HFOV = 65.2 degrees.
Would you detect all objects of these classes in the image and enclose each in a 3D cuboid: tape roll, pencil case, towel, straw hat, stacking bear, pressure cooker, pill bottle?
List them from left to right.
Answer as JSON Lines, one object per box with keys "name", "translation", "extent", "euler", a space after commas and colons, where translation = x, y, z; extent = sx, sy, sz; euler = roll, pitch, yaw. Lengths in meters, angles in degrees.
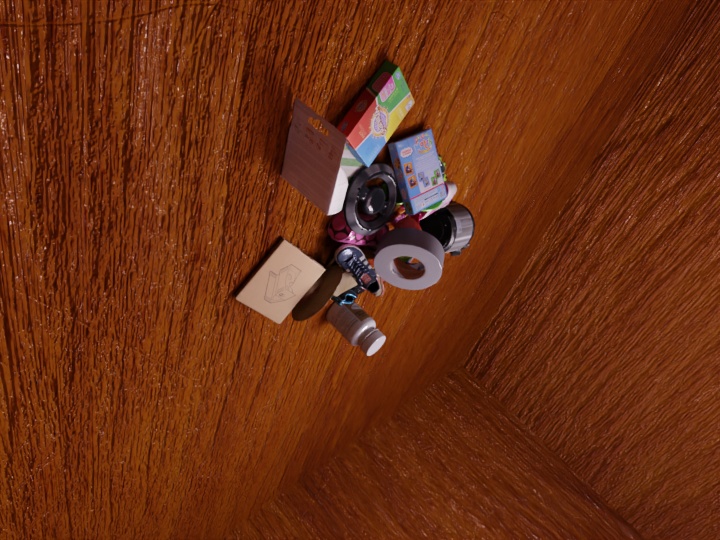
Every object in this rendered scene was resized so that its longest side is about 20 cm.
{"name": "straw hat", "translation": [-0.151, 0.037, 1.591], "extent": [0.201, 0.201, 0.085], "euler": [-46, 117, -2]}
{"name": "towel", "translation": [-0.040, -0.262, 1.409], "extent": [0.152, 0.023, 0.201], "euler": [-10, 135, -55]}
{"name": "pill bottle", "translation": [-0.013, 0.191, 1.920], "extent": [0.114, 0.200, 0.115], "euler": [-37, 155, -21]}
{"name": "pencil case", "translation": [-0.001, -0.123, 1.604], "extent": [0.199, 0.091, 0.094], "euler": [-3, 136, -55]}
{"name": "stacking bear", "translation": [0.129, -0.084, 1.696], "extent": [0.200, 0.113, 0.122], "euler": [105, 3, -59]}
{"name": "tape roll", "translation": [0.140, -0.031, 1.625], "extent": [0.201, 0.199, 0.066], "euler": [99, 5, -51]}
{"name": "pressure cooker", "translation": [0.299, -0.147, 1.952], "extent": [0.199, 0.178, 0.177], "euler": [-15, 138, -49]}

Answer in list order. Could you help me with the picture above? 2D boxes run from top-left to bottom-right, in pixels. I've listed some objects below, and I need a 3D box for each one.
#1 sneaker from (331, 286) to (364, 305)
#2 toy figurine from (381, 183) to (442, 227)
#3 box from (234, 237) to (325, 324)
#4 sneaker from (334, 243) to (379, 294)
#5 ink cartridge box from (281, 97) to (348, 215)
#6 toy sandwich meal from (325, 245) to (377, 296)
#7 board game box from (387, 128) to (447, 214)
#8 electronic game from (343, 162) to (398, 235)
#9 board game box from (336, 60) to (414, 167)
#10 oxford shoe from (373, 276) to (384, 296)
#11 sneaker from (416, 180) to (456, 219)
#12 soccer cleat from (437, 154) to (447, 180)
{"name": "sneaker", "translation": [-0.038, 0.077, 1.852], "extent": [0.199, 0.082, 0.073], "euler": [-10, 137, -54]}
{"name": "toy figurine", "translation": [0.129, -0.183, 1.707], "extent": [0.199, 0.151, 0.184], "euler": [-10, 151, -23]}
{"name": "box", "translation": [-0.210, 0.031, 1.486], "extent": [0.200, 0.021, 0.163], "euler": [-50, 129, 4]}
{"name": "sneaker", "translation": [0.000, 0.000, 1.613], "extent": [0.075, 0.085, 0.200], "euler": [-39, 138, 8]}
{"name": "ink cartridge box", "translation": [-0.089, -0.240, 1.187], "extent": [0.050, 0.161, 0.201], "euler": [-27, 149, -41]}
{"name": "toy sandwich meal", "translation": [-0.021, -0.003, 1.720], "extent": [0.204, 0.071, 0.206], "euler": [-19, 148, -12]}
{"name": "board game box", "translation": [0.162, -0.275, 1.562], "extent": [0.151, 0.036, 0.201], "euler": [-29, 112, -35]}
{"name": "electronic game", "translation": [0.031, -0.190, 1.513], "extent": [0.199, 0.042, 0.201], "euler": [-25, 128, -36]}
{"name": "board game box", "translation": [0.038, -0.364, 1.325], "extent": [0.201, 0.040, 0.153], "euler": [-55, 155, -1]}
{"name": "oxford shoe", "translation": [0.043, 0.037, 1.973], "extent": [0.074, 0.071, 0.200], "euler": [-14, 150, -7]}
{"name": "sneaker", "translation": [0.230, -0.220, 1.770], "extent": [0.088, 0.082, 0.200], "euler": [-16, 173, -40]}
{"name": "soccer cleat", "translation": [0.220, -0.304, 1.725], "extent": [0.081, 0.068, 0.200], "euler": [-38, 157, 0]}
